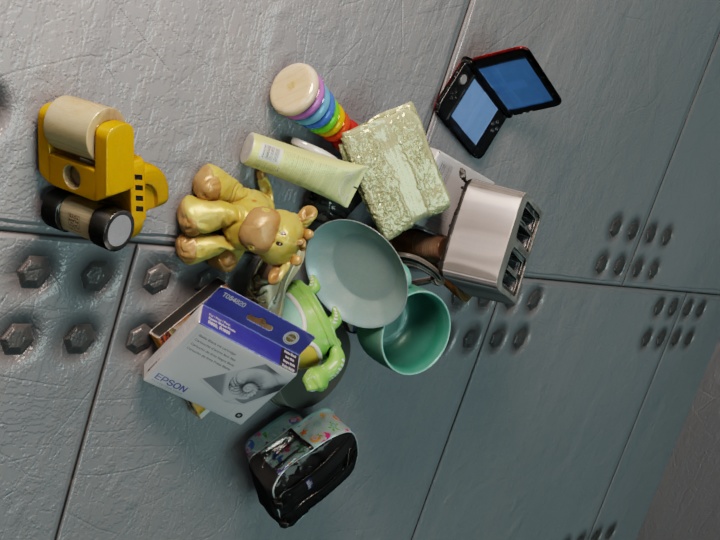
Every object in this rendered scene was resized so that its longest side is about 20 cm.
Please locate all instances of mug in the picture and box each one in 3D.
[{"bbox_3d":[0.073,0.082,1.743,0.152,0.114,0.186,16,93,-35],"label":"mug"}]

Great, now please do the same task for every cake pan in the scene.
[{"bbox_3d":[-0.093,0.167,1.786,0.200,0.037,0.201,-26,129,-36],"label":"cake pan"}]

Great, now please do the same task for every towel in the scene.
[{"bbox_3d":[0.059,-0.161,1.605,0.148,0.036,0.201,-28,112,-12],"label":"towel"}]

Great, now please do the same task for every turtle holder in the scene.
[{"bbox_3d":[-0.102,0.114,1.643,0.131,0.141,0.186,-26,88,-16],"label":"turtle holder"}]

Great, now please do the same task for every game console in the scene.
[{"bbox_3d":[0.259,-0.309,1.833,0.173,0.118,0.200,-58,140,-5],"label":"game console"}]

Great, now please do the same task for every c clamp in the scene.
[{"bbox_3d":[0.081,0.012,1.785,0.170,0.200,0.027,29,66,-24],"label":"c clamp"}]

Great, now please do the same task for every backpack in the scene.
[{"bbox_3d":[-0.104,0.346,1.784,0.200,0.151,0.178,-31,141,-20],"label":"backpack"}]

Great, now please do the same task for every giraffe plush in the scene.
[{"bbox_3d":[-0.159,-0.059,1.481,0.200,0.162,0.173,-11,119,-43],"label":"giraffe plush"}]

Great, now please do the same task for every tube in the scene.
[{"bbox_3d":[-0.089,-0.159,1.532,0.199,0.058,0.052,17,65,-26],"label":"tube"}]

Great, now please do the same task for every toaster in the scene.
[{"bbox_3d":[0.224,-0.052,1.689,0.200,0.118,0.182,32,74,-63],"label":"toaster"}]

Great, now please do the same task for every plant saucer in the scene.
[{"bbox_3d":[0.000,0.000,1.645,0.039,0.200,0.202,-41,139,-48],"label":"plant saucer"}]

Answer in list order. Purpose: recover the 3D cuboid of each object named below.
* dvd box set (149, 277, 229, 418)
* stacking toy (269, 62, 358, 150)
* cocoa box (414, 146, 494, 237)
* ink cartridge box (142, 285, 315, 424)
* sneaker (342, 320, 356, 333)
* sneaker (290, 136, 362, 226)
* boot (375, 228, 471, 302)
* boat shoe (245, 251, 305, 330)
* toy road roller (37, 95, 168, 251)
[{"bbox_3d":[-0.248,0.129,1.599,0.146,0.029,0.200,-40,136,-25],"label":"dvd box set"},{"bbox_3d":[-0.057,-0.248,1.557,0.086,0.085,0.200,-61,146,-1],"label":"stacking toy"},{"bbox_3d":[0.120,-0.145,1.764,0.200,0.131,0.134,19,97,-51],"label":"cocoa box"},{"bbox_3d":[-0.201,0.138,1.524,0.199,0.041,0.200,31,116,-32],"label":"ink cartridge box"},{"bbox_3d":[0.038,0.084,1.836,0.200,0.077,0.076,4,85,-53],"label":"sneaker"},{"bbox_3d":[-0.067,-0.137,1.612,0.099,0.071,0.200,-56,140,-4],"label":"sneaker"},{"bbox_3d":[0.124,-0.019,1.822,0.074,0.154,0.200,-61,139,-21],"label":"boot"},{"bbox_3d":[-0.156,0.031,1.577,0.201,0.072,0.065,-65,149,-9],"label":"boat shoe"},{"bbox_3d":[-0.331,-0.134,1.291,0.146,0.123,0.201,-33,135,-51],"label":"toy road roller"}]
